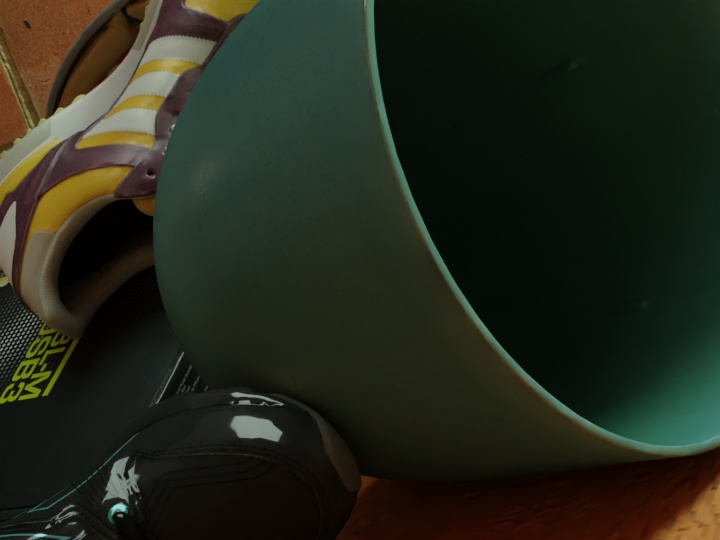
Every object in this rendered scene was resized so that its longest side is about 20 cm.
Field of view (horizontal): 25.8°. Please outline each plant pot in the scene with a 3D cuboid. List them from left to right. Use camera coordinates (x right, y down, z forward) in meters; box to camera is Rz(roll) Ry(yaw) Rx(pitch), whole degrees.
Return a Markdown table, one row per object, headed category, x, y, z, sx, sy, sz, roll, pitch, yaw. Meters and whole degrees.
| category | x | y | z | sx | sy | sz | roll | pitch | yaw |
| --- | --- | --- | --- | --- | --- | --- | --- | --- | --- |
| plant pot | 0.024 | -0.019 | 0.531 | 0.160 | 0.202 | 0.200 | -24 | 7 | 44 |

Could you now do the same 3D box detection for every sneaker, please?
| category | x | y | z | sx | sy | sz | roll | pitch | yaw |
| --- | --- | --- | --- | --- | --- | --- | --- | --- | --- |
| sneaker | -0.088 | 0.104 | 0.491 | 0.199 | 0.076 | 0.079 | -27 | 19 | 21 |
| sneaker | -0.067 | -0.058 | 0.638 | 0.200 | 0.075 | 0.090 | -47 | 46 | 11 |

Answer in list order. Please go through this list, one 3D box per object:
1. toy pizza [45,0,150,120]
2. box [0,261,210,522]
| category | x | y | z | sx | sy | sz | roll | pitch | yaw |
| --- | --- | --- | --- | --- | --- | --- | --- | --- | --- |
| toy pizza | -0.053 | -0.073 | 0.767 | 0.199 | 0.201 | 0.032 | -21 | 53 | 3 |
| box | -0.118 | 0.040 | 0.678 | 0.192 | 0.048 | 0.201 | -14 | 39 | 42 |
